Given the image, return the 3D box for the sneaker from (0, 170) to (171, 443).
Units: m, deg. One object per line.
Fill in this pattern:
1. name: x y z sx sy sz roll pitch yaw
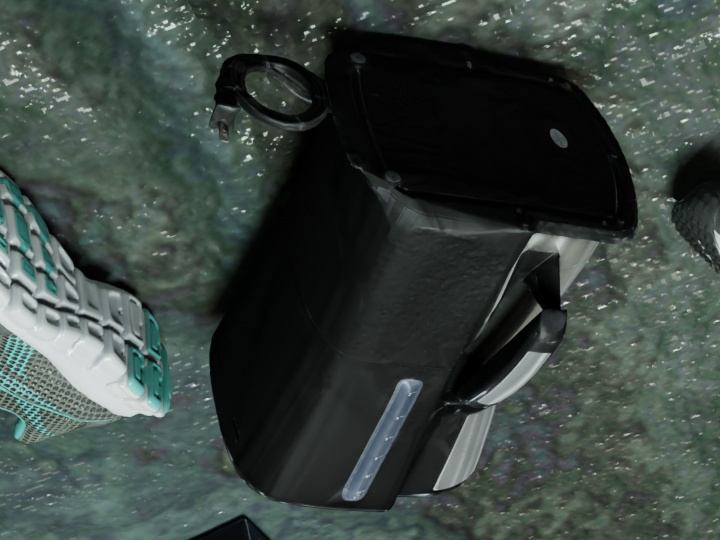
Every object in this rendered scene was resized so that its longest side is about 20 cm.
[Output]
1. sneaker: -0.169 0.024 1.032 0.091 0.078 0.200 -24 137 16

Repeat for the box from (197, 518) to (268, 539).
1. box: -0.075 0.255 1.291 0.148 0.107 0.200 -26 139 12

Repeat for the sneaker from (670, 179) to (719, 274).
1. sneaker: 0.231 -0.008 1.130 0.200 0.074 0.080 27 110 -43

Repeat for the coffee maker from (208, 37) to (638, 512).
1. coffee maker: 0.000 0.000 1.032 0.192 0.135 0.200 23 129 -6
